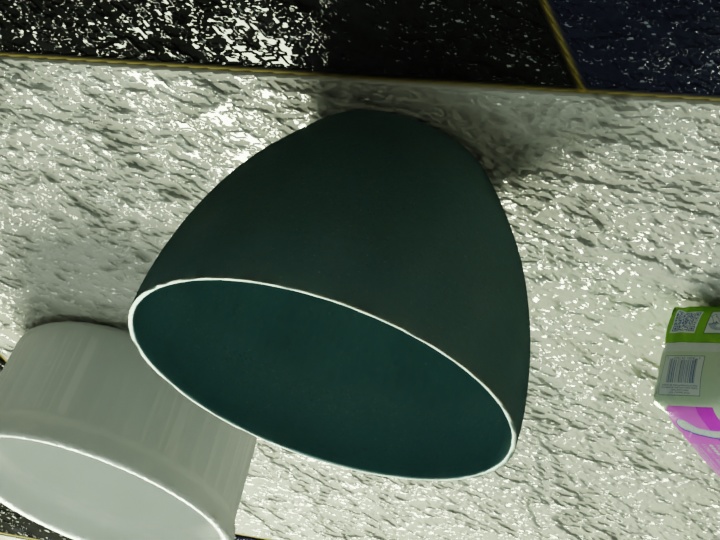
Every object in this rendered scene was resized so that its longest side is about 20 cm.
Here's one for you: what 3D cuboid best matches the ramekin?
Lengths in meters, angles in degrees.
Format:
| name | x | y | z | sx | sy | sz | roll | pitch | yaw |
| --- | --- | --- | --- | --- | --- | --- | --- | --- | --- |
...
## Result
| name | x | y | z | sx | sy | sz | roll | pitch | yaw |
| --- | --- | --- | --- | --- | --- | --- | --- | --- | --- |
| ramekin | -0.167 | 0.118 | 1.460 | 0.200 | 0.098 | 0.201 | 16 | 155 | 8 |

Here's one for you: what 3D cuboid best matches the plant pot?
| name | x | y | z | sx | sy | sz | roll | pitch | yaw |
| --- | --- | --- | --- | --- | --- | --- | --- | --- | --- |
| plant pot | 0.000 | 0.000 | 1.062 | 0.200 | 0.135 | 0.200 | 16 | 154 | 8 |

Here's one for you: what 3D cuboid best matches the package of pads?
| name | x | y | z | sx | sy | sz | roll | pitch | yaw |
| --- | --- | --- | --- | --- | --- | --- | --- | --- | --- |
| package of pads | 0.267 | 0.093 | 1.130 | 0.154 | 0.068 | 0.200 | -1 | 148 | 38 |
